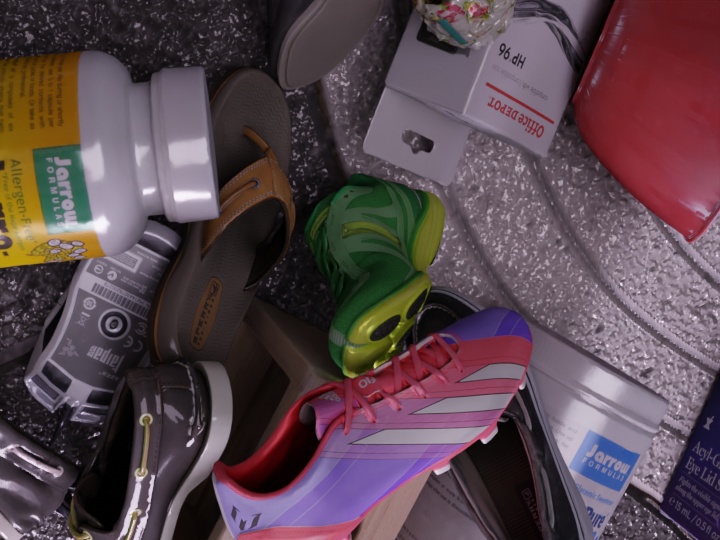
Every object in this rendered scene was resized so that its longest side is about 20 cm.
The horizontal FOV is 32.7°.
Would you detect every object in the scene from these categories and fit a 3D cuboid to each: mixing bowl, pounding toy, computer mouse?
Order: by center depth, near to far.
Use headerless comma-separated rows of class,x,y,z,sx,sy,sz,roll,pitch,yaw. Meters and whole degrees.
pounding toy,-0.031,0.150,0.749,0.141,0.200,0.186,27,94,-23
computer mouse,-0.167,0.057,0.767,0.109,0.044,0.202,29,98,-18
mixing bowl,0.201,-0.132,0.782,0.107,0.200,0.203,23,96,4

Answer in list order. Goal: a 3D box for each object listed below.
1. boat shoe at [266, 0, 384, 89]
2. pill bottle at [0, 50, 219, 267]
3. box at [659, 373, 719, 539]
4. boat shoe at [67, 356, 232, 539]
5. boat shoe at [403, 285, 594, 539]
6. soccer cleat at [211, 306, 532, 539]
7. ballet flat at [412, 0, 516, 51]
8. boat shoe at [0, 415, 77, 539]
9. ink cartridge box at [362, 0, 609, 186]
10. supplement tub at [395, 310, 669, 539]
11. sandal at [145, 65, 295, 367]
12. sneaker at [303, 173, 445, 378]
boat shoe,-0.019,-0.182,0.704,0.066,0.201,0.058,-21,71,-24
pill bottle,-0.179,-0.060,0.675,0.196,0.113,0.115,-6,105,-4
box,0.331,0.130,0.897,0.103,0.148,0.203,20,95,-21
boat shoe,-0.137,0.129,0.713,0.060,0.072,0.203,7,127,-31
boat shoe,0.078,0.092,0.743,0.072,0.202,0.071,-36,156,15
soccer cleat,0.011,0.076,0.645,0.199,0.066,0.077,-38,123,-15
ballet flat,0.050,-0.224,0.681,0.064,0.075,0.204,3,77,-55
boat shoe,-0.233,0.068,0.688,0.057,0.067,0.201,-41,124,-17
ink cartridge box,0.089,-0.147,0.763,0.115,0.067,0.203,14,100,-54
supplement tub,0.107,0.145,0.832,0.131,0.132,0.202,27,95,-22
sandal,-0.073,-0.026,0.736,0.082,0.054,0.203,39,59,-45
sneaker,0.000,0.000,0.738,0.083,0.201,0.075,24,115,-3
